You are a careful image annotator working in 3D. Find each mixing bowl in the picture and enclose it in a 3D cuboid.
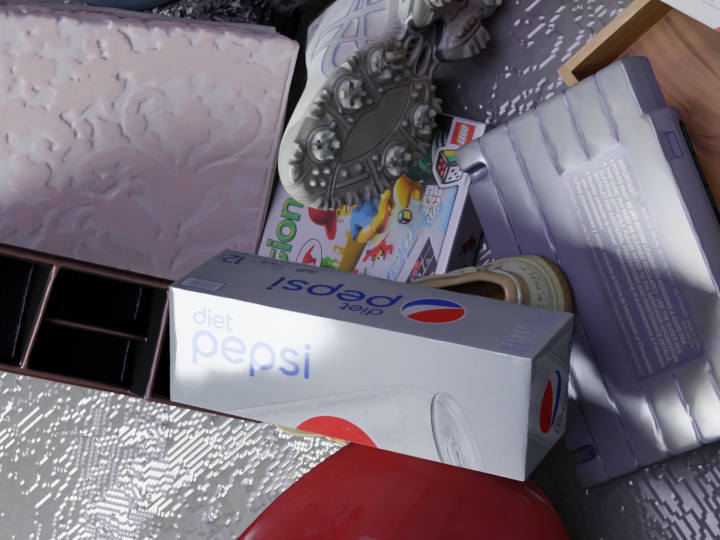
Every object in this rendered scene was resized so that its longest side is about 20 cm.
[{"bbox_3d":[0.037,0.153,0.984,0.200,0.200,0.108,18,68,30],"label":"mixing bowl"}]

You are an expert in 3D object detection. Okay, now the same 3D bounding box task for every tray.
[{"bbox_3d":[0.201,-0.063,0.998,0.099,0.037,0.200,-42,64,18],"label":"tray"}]

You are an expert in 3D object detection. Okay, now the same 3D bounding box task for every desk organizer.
[{"bbox_3d":[-0.148,0.031,1.045,0.077,0.200,0.072,-175,97,-72],"label":"desk organizer"}]

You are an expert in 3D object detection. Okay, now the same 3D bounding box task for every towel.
[{"bbox_3d":[-0.148,-0.059,1.084,0.032,0.200,0.191,-121,40,-58],"label":"towel"}]

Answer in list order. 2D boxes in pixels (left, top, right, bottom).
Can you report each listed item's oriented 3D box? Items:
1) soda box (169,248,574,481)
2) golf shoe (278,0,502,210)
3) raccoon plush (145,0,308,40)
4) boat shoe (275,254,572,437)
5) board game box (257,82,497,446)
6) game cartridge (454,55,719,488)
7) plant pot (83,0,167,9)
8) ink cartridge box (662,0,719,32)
[{"bbox_3d":[0.003,0.045,0.954,0.200,0.063,0.068,11,113,22],"label":"soda box"},{"bbox_3d":[0.000,-0.110,1.070,0.097,0.078,0.200,2,46,43],"label":"golf shoe"},{"bbox_3d":[-0.098,-0.150,1.172,0.200,0.097,0.134,-43,47,-14],"label":"raccoon plush"},{"bbox_3d":[0.016,0.038,1.023,0.200,0.063,0.073,-27,73,30],"label":"boat shoe"},{"bbox_3d":[0.000,0.000,1.100,0.126,0.035,0.200,15,90,30],"label":"board game box"},{"bbox_3d":[0.136,0.002,0.994,0.130,0.038,0.200,-26,80,36],"label":"game cartridge"},{"bbox_3d":[-0.171,-0.277,1.177,0.200,0.134,0.201,-5,79,28],"label":"plant pot"},{"bbox_3d":[0.218,-0.201,0.897,0.147,0.200,0.083,30,56,8],"label":"ink cartridge box"}]
